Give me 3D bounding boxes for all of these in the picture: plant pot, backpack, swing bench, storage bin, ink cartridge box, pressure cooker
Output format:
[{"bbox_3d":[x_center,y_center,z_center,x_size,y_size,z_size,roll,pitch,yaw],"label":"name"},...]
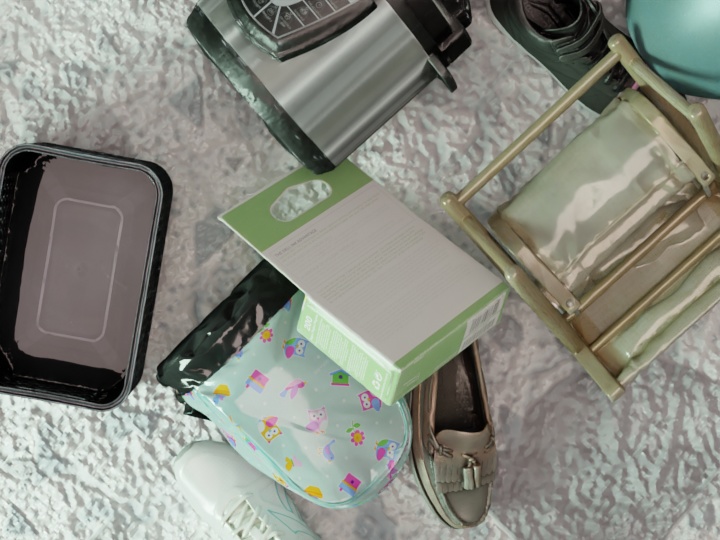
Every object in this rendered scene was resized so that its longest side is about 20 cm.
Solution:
[{"bbox_3d":[0.291,-0.215,1.386,0.134,0.200,0.201,-33,96,37],"label":"plant pot"},{"bbox_3d":[-0.050,0.105,1.418,0.167,0.127,0.200,-43,95,0],"label":"backpack"},{"bbox_3d":[0.208,-0.039,1.396,0.199,0.130,0.200,-42,133,4],"label":"swing bench"},{"bbox_3d":[-0.236,0.003,1.423,0.133,0.094,0.203,10,93,-2],"label":"storage bin"},{"bbox_3d":[0.000,0.000,1.384,0.199,0.048,0.145,38,48,21],"label":"ink cartridge box"},{"bbox_3d":[-0.018,-0.200,1.373,0.200,0.179,0.176,-40,117,3],"label":"pressure cooker"}]

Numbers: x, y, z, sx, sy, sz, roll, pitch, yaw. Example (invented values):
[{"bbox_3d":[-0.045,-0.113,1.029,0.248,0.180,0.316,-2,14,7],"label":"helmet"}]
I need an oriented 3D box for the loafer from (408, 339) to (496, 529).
[{"bbox_3d":[0.077,0.119,1.445,0.071,0.063,0.203,-11,94,-25],"label":"loafer"}]

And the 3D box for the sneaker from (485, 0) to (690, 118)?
[{"bbox_3d":[0.191,-0.176,1.415,0.199,0.099,0.071,35,91,-5],"label":"sneaker"}]

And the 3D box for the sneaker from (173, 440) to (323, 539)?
[{"bbox_3d":[-0.077,0.219,1.451,0.200,0.080,0.070,44,94,-3],"label":"sneaker"}]
